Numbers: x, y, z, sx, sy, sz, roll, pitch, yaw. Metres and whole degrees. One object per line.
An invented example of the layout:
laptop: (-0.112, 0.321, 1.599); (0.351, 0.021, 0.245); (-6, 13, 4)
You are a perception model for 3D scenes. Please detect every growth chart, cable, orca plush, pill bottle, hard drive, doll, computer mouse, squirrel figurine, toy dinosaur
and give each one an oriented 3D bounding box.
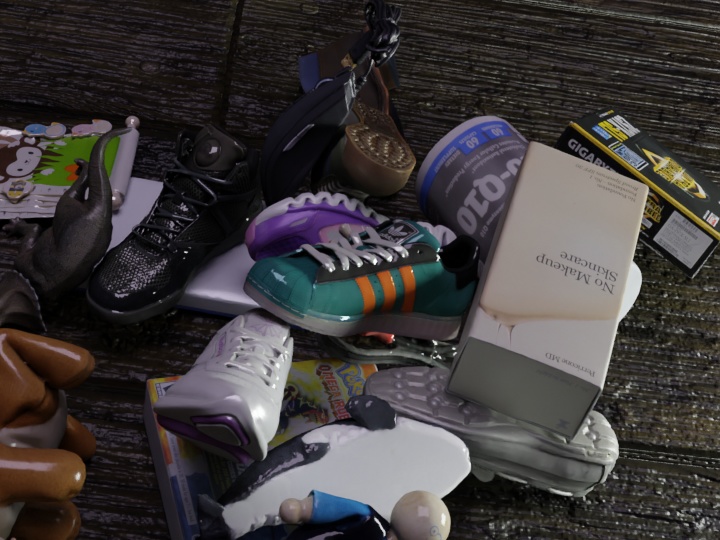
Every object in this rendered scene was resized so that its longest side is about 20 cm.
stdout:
growth chart: (-0.291, -0.088, 1.133); (0.196, 0.018, 0.146); (-6, 43, -6)
cable: (0.044, 0.053, 0.999); (0.199, 0.050, 0.098); (34, 50, -10)
orca plush: (-0.025, 0.148, 0.874); (0.198, 0.107, 0.071); (-27, 9, -23)
pill bottle: (0.143, -0.032, 1.113); (0.112, 0.115, 0.200); (-17, 49, -28)
hard drive: (-0.129, -0.017, 1.103); (0.197, 0.026, 0.133); (10, 42, -1)
doll: (-0.028, 0.205, 0.815); (0.199, 0.138, 0.048); (-34, 29, -14)
computer mouse: (-0.033, -0.152, 1.116); (0.046, 0.201, 0.141); (32, 27, -12)
squirrel figurine: (-0.276, 0.138, 0.830); (0.197, 0.142, 0.189); (19, 56, -8)
toy dinosaur: (-0.227, -0.022, 1.009); (0.199, 0.077, 0.103); (-40, 41, 12)

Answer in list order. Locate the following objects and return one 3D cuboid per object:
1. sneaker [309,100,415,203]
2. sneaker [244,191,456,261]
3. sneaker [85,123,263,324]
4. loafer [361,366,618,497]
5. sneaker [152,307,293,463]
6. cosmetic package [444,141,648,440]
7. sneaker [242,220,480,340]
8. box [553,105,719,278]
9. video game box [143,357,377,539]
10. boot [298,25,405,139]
sneaker: (-0.004, -0.080, 1.112); (0.066, 0.091, 0.201); (23, 18, -13)
sneaker: (0.000, 0.000, 1.055); (0.198, 0.080, 0.090); (12, 55, -29)
sneaker: (-0.147, -0.046, 1.028); (0.076, 0.115, 0.199); (29, 47, 22)
loafer: (0.091, 0.124, 0.950); (0.197, 0.070, 0.070); (17, 32, -8)
sneaker: (-0.083, 0.066, 0.829); (0.074, 0.200, 0.101); (26, 84, -7)
cosmetic package: (0.140, 0.010, 0.954); (0.102, 0.074, 0.202); (20, 50, 2)
sneaker: (0.006, -0.002, 0.910); (0.198, 0.081, 0.071); (5, 22, -43)
box: (0.256, -0.076, 1.155); (0.159, 0.050, 0.200); (38, 21, 11)
video game box: (-0.049, 0.153, 0.923); (0.179, 0.047, 0.201); (-4, 44, -20)
boot: (-0.009, -0.150, 1.261); (0.095, 0.075, 0.202); (-12, 52, 11)
